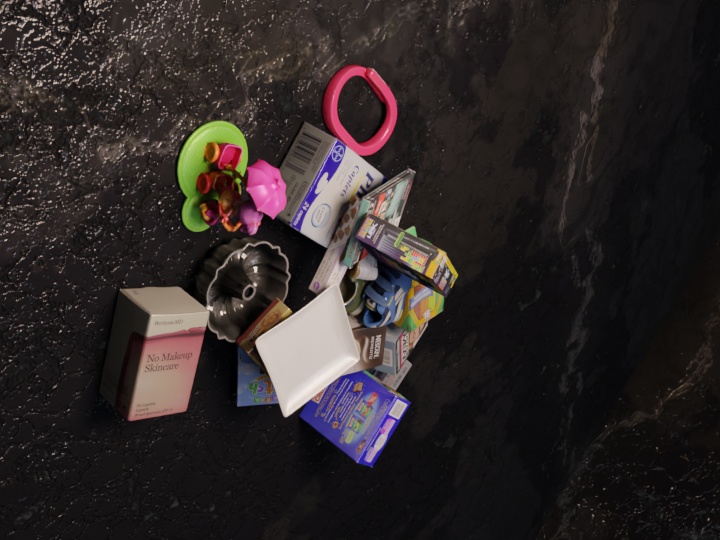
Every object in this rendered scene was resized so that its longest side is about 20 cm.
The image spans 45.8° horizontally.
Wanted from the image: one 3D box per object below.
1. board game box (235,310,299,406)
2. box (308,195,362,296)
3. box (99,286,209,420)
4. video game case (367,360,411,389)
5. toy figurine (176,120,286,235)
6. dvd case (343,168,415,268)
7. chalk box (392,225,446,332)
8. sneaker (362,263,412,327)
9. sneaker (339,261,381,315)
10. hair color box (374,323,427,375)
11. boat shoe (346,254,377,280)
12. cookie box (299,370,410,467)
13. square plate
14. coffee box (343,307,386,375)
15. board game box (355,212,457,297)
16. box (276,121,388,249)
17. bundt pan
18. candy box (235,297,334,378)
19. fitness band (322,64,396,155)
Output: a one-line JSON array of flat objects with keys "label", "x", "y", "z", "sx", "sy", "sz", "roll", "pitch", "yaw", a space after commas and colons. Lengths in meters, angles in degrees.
[{"label": "board game box", "x": -0.178, "y": 0.179, "z": 1.730, "sx": 0.148, "sy": 0.037, "sz": 0.204, "roll": -3, "pitch": 119, "yaw": -14}, {"label": "box", "x": -0.034, "y": -0.043, "z": 1.639, "sx": 0.041, "sy": 0.038, "sz": 0.203, "roll": 21, "pitch": 97, "yaw": -51}, {"label": "box", "x": -0.361, "y": 0.142, "z": 1.491, "sx": 0.127, "sy": 0.108, "sz": 0.204, "roll": -2, "pitch": 115, "yaw": -47}, {"label": "video game case", "x": 0.030, "y": 0.280, "z": 2.094, "sx": 0.202, "sy": 0.023, "sz": 0.182, "roll": -55, "pitch": 142, "yaw": -6}, {"label": "toy figurine", "x": -0.207, "y": -0.128, "z": 1.440, "sx": 0.149, "sy": 0.183, "sz": 0.203, "roll": 4, "pitch": 111, "yaw": -49}, {"label": "dvd case", "x": 0.038, "y": -0.103, "z": 1.643, "sx": 0.200, "sy": 0.022, "sz": 0.148, "roll": -37, "pitch": 150, "yaw": -52}, {"label": "chalk box", "x": 0.106, "y": 0.006, "z": 1.862, "sx": 0.123, "sy": 0.123, "sz": 0.203, "roll": -28, "pitch": 132, "yaw": -35}, {"label": "sneaker", "x": 0.051, "y": 0.042, "z": 1.766, "sx": 0.081, "sy": 0.074, "sz": 0.203, "roll": -21, "pitch": 137, "yaw": -32}, {"label": "sneaker", "x": 0.000, "y": 0.000, "z": 1.786, "sx": 0.089, "sy": 0.067, "sz": 0.203, "roll": 13, "pitch": 107, "yaw": -54}, {"label": "hair color box", "x": 0.096, "y": 0.141, "z": 2.000, "sx": 0.201, "sy": 0.060, "sz": 0.101, "roll": -52, "pitch": 148, "yaw": -47}, {"label": "boat shoe", "x": 0.010, "y": -0.073, "z": 1.750, "sx": 0.068, "sy": 0.071, "sz": 0.204, "roll": 14, "pitch": 67, "yaw": -27}, {"label": "cookie box", "x": -0.015, "y": 0.312, "z": 1.918, "sx": 0.173, "sy": 0.199, "sz": 0.075, "roll": -58, "pitch": 143, "yaw": -2}, {"label": "square plate", "x": -0.100, "y": 0.149, "z": 1.622, "sx": 0.197, "sy": 0.028, "sz": 0.203, "roll": -35, "pitch": 129, "yaw": -24}, {"label": "coffee box", "x": -0.048, "y": 0.161, "z": 1.848, "sx": 0.197, "sy": 0.080, "sz": 0.115, "roll": -12, "pitch": 122, "yaw": -28}, {"label": "board game box", "x": 0.090, "y": -0.025, "z": 1.595, "sx": 0.057, "sy": 0.163, "sz": 0.200, "roll": -61, "pitch": 162, "yaw": -4}, {"label": "box", "x": -0.066, "y": -0.151, "z": 1.650, "sx": 0.199, "sy": 0.104, "sz": 0.186, "roll": 29, "pitch": 91, "yaw": -53}, {"label": "bundt pan", "x": -0.230, "y": 0.027, "z": 1.596, "sx": 0.200, "sy": 0.075, "sz": 0.205, "roll": -27, "pitch": 130, "yaw": -36}, {"label": "candy box", "x": -0.141, "y": 0.161, "z": 1.652, "sx": 0.116, "sy": 0.055, "sz": 0.201, "roll": -47, "pitch": 134, "yaw": -11}, {"label": "fitness band", "x": -0.001, "y": -0.315, "z": 1.682, "sx": 0.145, "sy": 0.037, "sz": 0.200, "roll": -54, "pitch": 141, "yaw": -5}]
